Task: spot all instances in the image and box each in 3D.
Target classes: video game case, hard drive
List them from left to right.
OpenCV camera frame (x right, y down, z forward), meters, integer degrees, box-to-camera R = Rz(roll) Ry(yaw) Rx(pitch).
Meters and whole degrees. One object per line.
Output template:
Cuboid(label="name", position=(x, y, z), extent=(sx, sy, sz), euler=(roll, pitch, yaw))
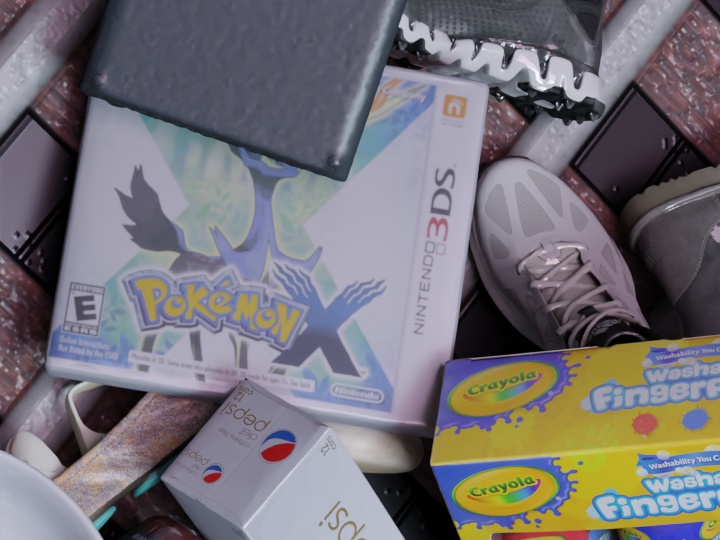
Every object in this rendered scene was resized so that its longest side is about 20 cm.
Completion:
Cuboid(label="video game case", position=(-0.045, -0.022, 1.449), extent=(0.199, 0.022, 0.184), euler=(9, 76, -4))
Cuboid(label="hard drive", position=(-0.041, -0.159, 1.418), extent=(0.139, 0.033, 0.201), euler=(19, 97, -2))

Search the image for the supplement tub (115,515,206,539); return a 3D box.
Cuboid(label="supplement tub", position=(-0.144, 0.214, 1.409), extent=(0.200, 0.107, 0.107), euler=(-36, 105, -20))

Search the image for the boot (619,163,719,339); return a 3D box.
Cuboid(label="boot", position=(0.245, 0.030, 1.557), extent=(0.181, 0.073, 0.201), euler=(-22, 60, -4))

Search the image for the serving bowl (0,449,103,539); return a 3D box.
Cuboid(label="serving bowl", position=(-0.203, 0.178, 1.320), extent=(0.199, 0.066, 0.202), euler=(2, 72, -6))

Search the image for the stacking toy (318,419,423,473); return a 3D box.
Cuboid(label="stacking toy", position=(0.000, 0.000, 1.497), extent=(0.085, 0.085, 0.202), euler=(10, 81, -25))

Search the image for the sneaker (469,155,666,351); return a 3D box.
Cuboid(label="sneaker", position=(0.123, 0.018, 1.504), extent=(0.075, 0.115, 0.201), euler=(-26, 79, -11))

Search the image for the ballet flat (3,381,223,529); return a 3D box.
Cuboid(label="ballet flat", position=(-0.136, 0.096, 1.444), extent=(0.200, 0.068, 0.067), euler=(-39, 87, -26))

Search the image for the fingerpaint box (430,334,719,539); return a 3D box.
Cuboid(label="fingerpaint box", position=(0.152, 0.115, 1.425), extent=(0.074, 0.199, 0.167), euler=(-79, 157, -43))

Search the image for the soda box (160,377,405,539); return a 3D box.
Cuboid(label="soda box", position=(-0.020, 0.144, 1.444), extent=(0.068, 0.063, 0.200), euler=(-49, 138, -16))

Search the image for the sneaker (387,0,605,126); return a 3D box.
Cuboid(label="sneaker", position=(0.049, -0.145, 1.525), extent=(0.199, 0.066, 0.091), euler=(17, 80, -29))
